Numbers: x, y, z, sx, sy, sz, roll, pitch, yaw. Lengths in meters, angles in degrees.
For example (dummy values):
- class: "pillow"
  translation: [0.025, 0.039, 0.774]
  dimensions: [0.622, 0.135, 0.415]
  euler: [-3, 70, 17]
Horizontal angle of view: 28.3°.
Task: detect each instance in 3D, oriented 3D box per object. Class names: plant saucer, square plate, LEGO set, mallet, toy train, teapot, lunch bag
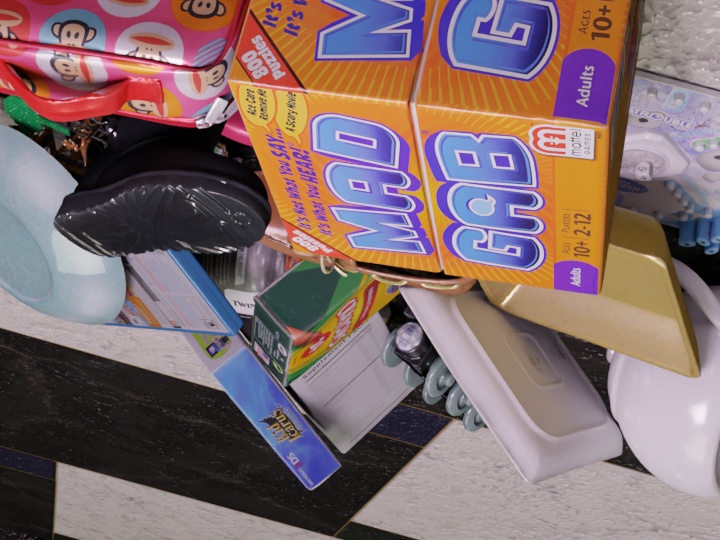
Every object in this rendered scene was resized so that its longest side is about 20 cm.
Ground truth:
- class: "plant saucer"
  translation: [-0.279, -0.027, 1.175]
  dimensions: [0.200, 0.039, 0.202]
  euler: [26, 140, 24]
- class: "square plate"
  translation: [0.141, 0.084, 1.243]
  dimensions: [0.028, 0.201, 0.197]
  euler: [-43, 159, 27]
- class: "plant saucer"
  translation: [0.175, -0.005, 1.131]
  dimensions: [0.198, 0.049, 0.200]
  euler: [21, 160, 30]
- class: "LEGO set"
  translation: [-0.183, -0.109, 1.166]
  dimensions: [0.198, 0.116, 0.155]
  euler: [19, 143, 23]
- class: "mallet"
  translation: [0.021, 0.012, 1.389]
  dimensions: [0.065, 0.042, 0.200]
  euler: [11, 160, 3]
- class: "toy train"
  translation: [0.097, 0.078, 1.393]
  dimensions: [0.085, 0.114, 0.200]
  euler: [32, 173, 34]
- class: "teapot"
  translation: [0.285, 0.091, 1.262]
  dimensions: [0.145, 0.202, 0.197]
  euler: [24, -168, 30]
- class: "lunch bag"
  translation: [-0.157, -0.169, 0.895]
  dimensions: [0.198, 0.178, 0.082]
  euler: [12, 154, 8]

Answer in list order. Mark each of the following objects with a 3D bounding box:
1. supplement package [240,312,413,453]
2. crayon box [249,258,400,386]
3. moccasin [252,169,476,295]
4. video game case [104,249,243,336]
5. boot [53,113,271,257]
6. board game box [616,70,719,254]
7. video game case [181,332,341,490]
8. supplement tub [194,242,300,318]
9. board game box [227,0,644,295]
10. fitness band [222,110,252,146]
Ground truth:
- class: "supplement package"
  translation: [-0.034, 0.076, 1.417]
  dimensions: [0.110, 0.114, 0.200]
  euler: [44, 171, 29]
- class: "crayon box"
  translation: [0.000, 0.000, 1.178]
  dimensions: [0.051, 0.200, 0.127]
  euler: [46, 161, 12]
- class: "moccasin"
  translation: [-0.005, -0.028, 1.075]
  dimensions: [0.200, 0.074, 0.078]
  euler: [24, 178, 1]
- class: "video game case"
  translation: [-0.202, -0.004, 1.190]
  dimensions: [0.199, 0.018, 0.144]
  euler: [2, 137, 44]
- class: "boot"
  translation: [-0.112, -0.098, 0.955]
  dimensions: [0.199, 0.170, 0.076]
  euler: [-5, 146, 46]
- class: "board game box"
  translation: [0.212, -0.082, 1.080]
  dimensions: [0.198, 0.026, 0.200]
  euler: [15, 157, -1]
- class: "video game case"
  translation: [-0.116, 0.097, 1.380]
  dimensions: [0.181, 0.045, 0.201]
  euler: [48, 173, 49]
- class: "supplement tub"
  translation: [-0.131, -0.025, 1.275]
  dimensions: [0.198, 0.124, 0.123]
  euler: [9, 157, 12]
- class: "board game box"
  translation: [0.059, -0.129, 0.835]
  dimensions: [0.197, 0.202, 0.200]
  euler: [8, 156, 12]
- class: "fitness band"
  translation: [-0.085, -0.154, 1.074]
  dimensions: [0.142, 0.038, 0.200]
  euler: [8, 155, 20]
